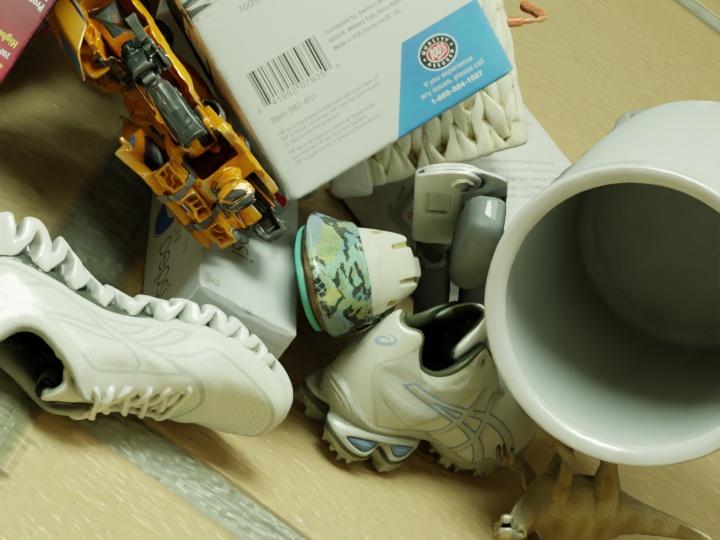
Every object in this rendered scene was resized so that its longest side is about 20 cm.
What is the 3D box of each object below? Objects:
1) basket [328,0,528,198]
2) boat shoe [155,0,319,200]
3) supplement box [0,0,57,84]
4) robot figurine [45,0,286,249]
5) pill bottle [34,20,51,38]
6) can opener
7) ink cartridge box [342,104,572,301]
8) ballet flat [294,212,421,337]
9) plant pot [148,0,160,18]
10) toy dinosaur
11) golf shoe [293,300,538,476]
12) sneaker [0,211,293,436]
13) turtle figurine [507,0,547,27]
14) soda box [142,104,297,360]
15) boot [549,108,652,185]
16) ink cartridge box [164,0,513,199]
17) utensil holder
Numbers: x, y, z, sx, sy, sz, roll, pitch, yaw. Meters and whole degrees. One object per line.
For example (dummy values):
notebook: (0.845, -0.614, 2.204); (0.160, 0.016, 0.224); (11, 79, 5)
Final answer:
basket: (0.022, -0.159, 1.697); (0.136, 0.123, 0.201); (-96, 174, -76)
boat shoe: (-0.064, -0.118, 1.703); (0.069, 0.072, 0.200); (-65, 144, -25)
supplement box: (-0.223, -0.139, 1.490); (0.109, 0.200, 0.061); (34, -13, -10)
robot figurine: (-0.109, -0.088, 1.545); (0.145, 0.058, 0.200); (50, 4, -46)
pill bottle: (-0.220, -0.180, 1.647); (0.111, 0.111, 0.200); (43, 27, 7)
can opener: (0.053, 0.001, 1.656); (0.052, 0.200, 0.067); (6, 62, 2)
ink cartridge box: (0.096, -0.015, 1.827); (0.146, 0.083, 0.200); (-1, 47, -53)
ballet flat: (0.000, 0.000, 1.605); (0.074, 0.074, 0.200); (39, 1, 0)
plant pot: (-0.082, -0.211, 1.828); (0.186, 0.186, 0.200); (40, 38, 2)
toy dinosaur: (0.130, 0.129, 1.662); (0.200, 0.058, 0.101); (5, 80, -45)
golf shoe: (0.058, 0.062, 1.642); (0.078, 0.097, 0.200); (50, 27, 24)
sneaker: (-0.126, 0.048, 1.468); (0.200, 0.075, 0.081); (25, 43, -23)
turtle figurine: (0.020, -0.126, 1.879); (0.161, 0.200, 0.065); (-12, 91, -34)
soda box: (-0.078, -0.009, 1.609); (0.064, 0.068, 0.200); (29, 28, -18)
boot: (0.204, -0.045, 1.814); (0.200, 0.096, 0.074); (10, 39, -51)
ink cartridge box: (-0.031, -0.162, 1.575); (0.200, 0.145, 0.084); (61, -6, -12)
utensil holder: (0.176, -0.001, 1.626); (0.170, 0.170, 0.200); (40, 23, 3)
